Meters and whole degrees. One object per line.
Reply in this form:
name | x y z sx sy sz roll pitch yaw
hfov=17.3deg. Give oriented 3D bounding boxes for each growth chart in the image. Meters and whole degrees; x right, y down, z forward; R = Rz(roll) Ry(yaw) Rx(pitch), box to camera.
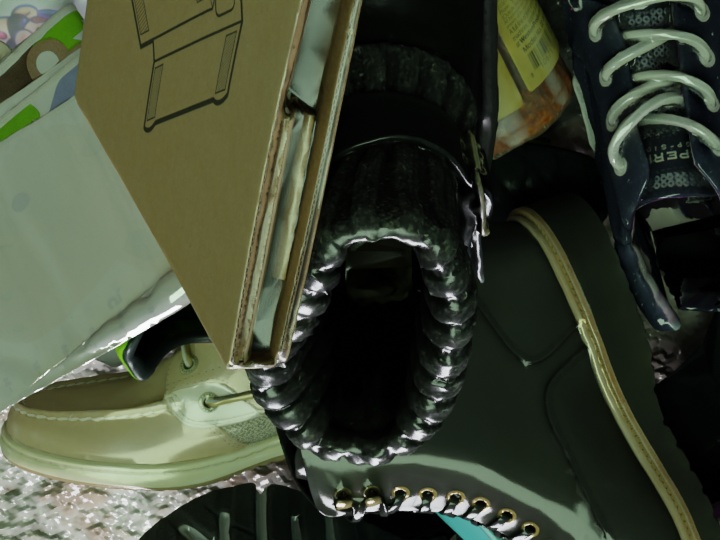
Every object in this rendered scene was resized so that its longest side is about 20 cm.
growth chart | -0.116 -0.024 0.868 0.199 0.018 0.146 -25 76 22

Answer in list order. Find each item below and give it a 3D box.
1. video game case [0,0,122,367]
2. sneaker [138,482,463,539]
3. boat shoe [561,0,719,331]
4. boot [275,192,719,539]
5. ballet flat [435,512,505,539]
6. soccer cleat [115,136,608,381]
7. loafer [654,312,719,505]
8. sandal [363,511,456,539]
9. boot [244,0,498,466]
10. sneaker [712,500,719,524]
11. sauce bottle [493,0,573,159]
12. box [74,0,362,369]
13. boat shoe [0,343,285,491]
video game case | -0.137 -0.072 0.909 0.181 0.024 0.201 24 123 -9
sneaker | -0.006 0.148 0.952 0.199 0.078 0.090 13 135 -22
boat shoe | 0.110 -0.074 0.835 0.074 0.093 0.201 -12 121 14
boot | 0.046 0.089 0.841 0.138 0.077 0.201 -19 82 -15
ballet flat | 0.084 0.112 0.913 0.071 0.071 0.200 -37 94 27
soccer cleat | 0.000 0.000 0.891 0.199 0.081 0.068 -10 140 2
loafer | 0.175 0.034 0.925 0.072 0.073 0.200 0 140 -44
sandal | 0.012 0.119 1.012 0.199 0.045 0.075 -8 129 -5
boot | 0.002 -0.062 0.739 0.079 0.158 0.212 -3 125 15
sneaker | 0.211 0.127 0.922 0.199 0.100 0.075 -7 151 -32
sauce bottle | 0.009 -0.132 0.828 0.066 0.066 0.201 -19 118 19
box | -0.047 -0.089 0.731 0.021 0.200 0.164 2 116 -22
boat shoe | -0.047 0.043 0.947 0.198 0.072 0.065 -5 109 0
